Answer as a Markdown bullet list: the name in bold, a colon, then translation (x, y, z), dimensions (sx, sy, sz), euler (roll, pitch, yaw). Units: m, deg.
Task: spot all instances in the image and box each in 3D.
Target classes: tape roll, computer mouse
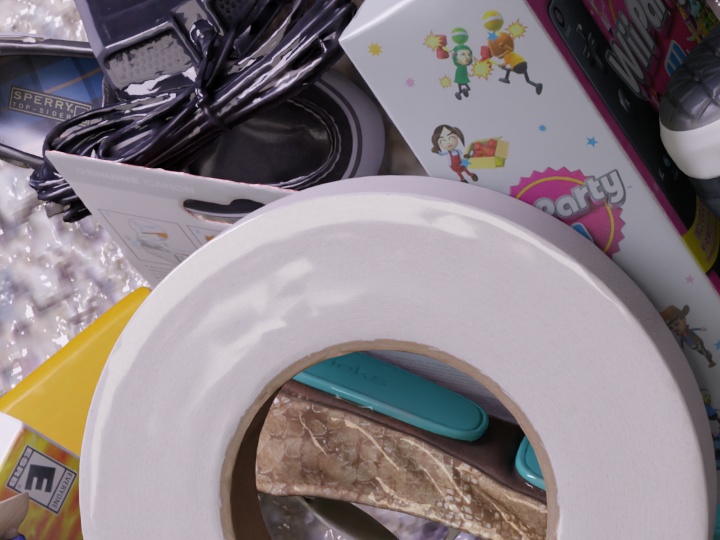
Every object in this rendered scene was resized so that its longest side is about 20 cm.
- **tape roll**: translation (0.012, 0.071, 0.864), dimensions (0.203, 0.037, 0.203), euler (2, 102, 11)
- **computer mouse**: translation (-0.072, -0.105, 1.057), dimensions (0.138, 0.053, 0.200), euler (-30, 45, 11)

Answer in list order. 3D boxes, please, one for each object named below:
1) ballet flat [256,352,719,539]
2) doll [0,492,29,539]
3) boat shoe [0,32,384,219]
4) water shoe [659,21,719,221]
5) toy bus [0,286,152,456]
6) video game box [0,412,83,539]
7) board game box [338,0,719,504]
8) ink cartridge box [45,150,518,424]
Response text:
- **ballet flat**: translation (0.046, 0.082, 0.978), dimensions (0.200, 0.071, 0.065), euler (20, 111, 13)
- **doll**: translation (-0.105, 0.181, 0.934), dimensions (0.136, 0.048, 0.200), euler (-27, 86, 40)
- **boat shoe**: translation (-0.090, -0.061, 1.097), dimensions (0.200, 0.066, 0.070), euler (15, 101, 26)
- **water shoe**: translation (0.169, -0.071, 0.915), dimensions (0.071, 0.200, 0.079), euler (-8, 117, 50)
- **toy bus**: translation (-0.140, 0.099, 1.091), dimensions (0.200, 0.078, 0.065), euler (-40, 73, -12)
- **video game box**: translation (-0.116, 0.179, 1.033), dimensions (0.047, 0.182, 0.200), euler (14, 74, 49)
- **board game box**: translation (0.087, -0.040, 0.923), dimensions (0.064, 0.148, 0.200), euler (-28, 109, 27)
- **ink cartridge box**: translation (0.000, 0.000, 0.988), dimensions (0.160, 0.200, 0.047), euler (10, 66, 27)
